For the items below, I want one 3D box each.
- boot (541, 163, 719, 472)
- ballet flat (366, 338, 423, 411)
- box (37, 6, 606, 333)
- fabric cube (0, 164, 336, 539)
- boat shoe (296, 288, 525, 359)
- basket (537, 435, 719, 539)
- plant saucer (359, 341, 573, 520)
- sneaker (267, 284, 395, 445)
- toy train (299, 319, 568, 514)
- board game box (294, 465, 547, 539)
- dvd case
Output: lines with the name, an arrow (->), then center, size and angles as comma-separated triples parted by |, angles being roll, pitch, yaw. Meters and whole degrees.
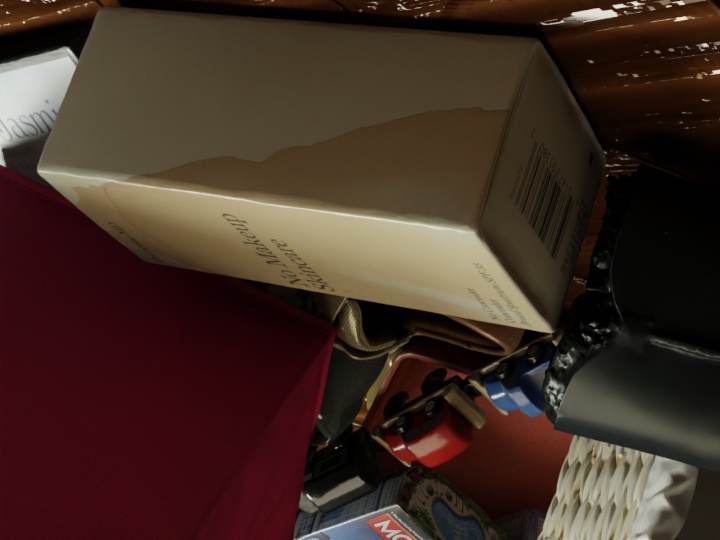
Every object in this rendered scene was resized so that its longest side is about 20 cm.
boot -> 0.148, 0.072, 0.606 | 0.166, 0.203, 0.076 | 13, -167, 7
ballet flat -> 0.039, 0.103, 1.001 | 0.068, 0.064, 0.200 | 14, 161, 17
box -> -0.016, -0.042, 0.620 | 0.198, 0.079, 0.095 | 9, 160, 31
fabric cube -> -0.148, 0.113, 0.734 | 0.194, 0.200, 0.201 | 23, 138, 12
boat shoe -> 0.000, 0.000, 0.732 | 0.198, 0.073, 0.076 | 3, 156, 42
basket -> 0.191, 0.134, 0.727 | 0.196, 0.202, 0.161 | 23, 167, -10
plant saucer -> 0.088, 0.123, 0.935 | 0.197, 0.037, 0.201 | 18, 137, -6
sneaker -> -0.032, 0.052, 0.869 | 0.074, 0.085, 0.200 | 31, 167, -3
toy train -> 0.038, 0.079, 0.837 | 0.199, 0.046, 0.034 | -31, 118, 28
board game box -> 0.048, 0.182, 0.935 | 0.198, 0.062, 0.200 | -24, 126, 32
dvd case -> -0.122, -0.021, 0.763 | 0.142, 0.018, 0.201 | -4, 128, 44
